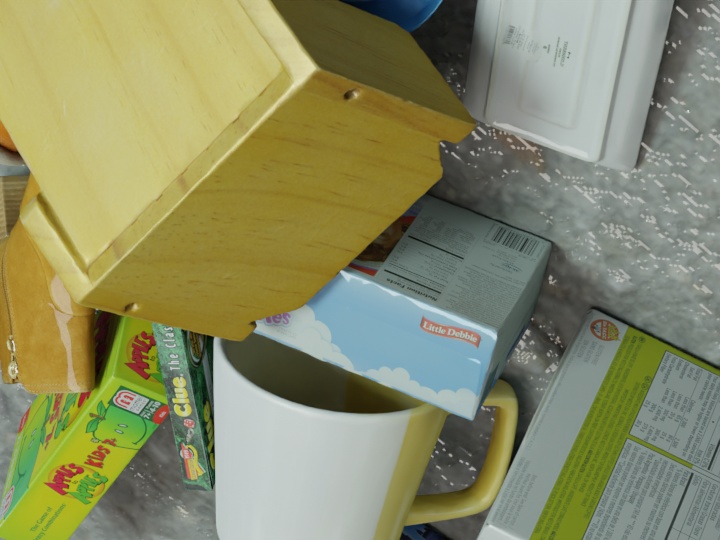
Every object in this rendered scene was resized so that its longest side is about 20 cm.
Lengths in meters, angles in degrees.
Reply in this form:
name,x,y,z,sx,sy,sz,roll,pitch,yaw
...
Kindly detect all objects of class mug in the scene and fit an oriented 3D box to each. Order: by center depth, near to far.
name,x,y,z,sx,sy,sz,roll,pitch,yaw
mug,-0.008,0.121,1.527,0.186,0.150,0.154,14,116,8

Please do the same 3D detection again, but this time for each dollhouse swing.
name,x,y,z,sx,sy,sz,roll,pitch,yaw
dollhouse swing,-0.084,-0.099,1.361,0.181,0.176,0.200,15,131,-46

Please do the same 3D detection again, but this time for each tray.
name,x,y,z,sx,sy,sz,roll,pitch,yaw
tray,0.110,-0.126,1.349,0.107,0.022,0.200,21,146,11

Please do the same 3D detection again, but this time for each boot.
name,x,y,z,sx,sy,sz,roll,pitch,yaw
boot,-0.175,0.003,1.533,0.201,0.071,0.145,-14,83,57

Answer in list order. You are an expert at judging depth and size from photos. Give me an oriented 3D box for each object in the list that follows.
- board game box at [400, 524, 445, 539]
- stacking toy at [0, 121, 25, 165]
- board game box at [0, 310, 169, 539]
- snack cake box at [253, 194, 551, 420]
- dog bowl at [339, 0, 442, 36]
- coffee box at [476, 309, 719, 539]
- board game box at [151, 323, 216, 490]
name,x,y,z,sx,sy,sz,roll,pitch,yaw
board game box,-0.025,0.209,1.624,0.200,0.200,0.062,45,134,8
stacking toy,-0.151,-0.157,1.433,0.199,0.146,0.147,-20,116,20
board game box,-0.175,0.093,1.635,0.047,0.102,0.200,24,135,-16
snack cake box,0.000,0.000,1.467,0.199,0.115,0.067,22,125,11
dog bowl,-0.040,-0.202,1.351,0.199,0.050,0.112,23,114,-2
coffee box,0.165,0.189,1.479,0.197,0.200,0.200,25,133,6
board game box,-0.102,0.025,1.537,0.023,0.105,0.201,-1,120,13
